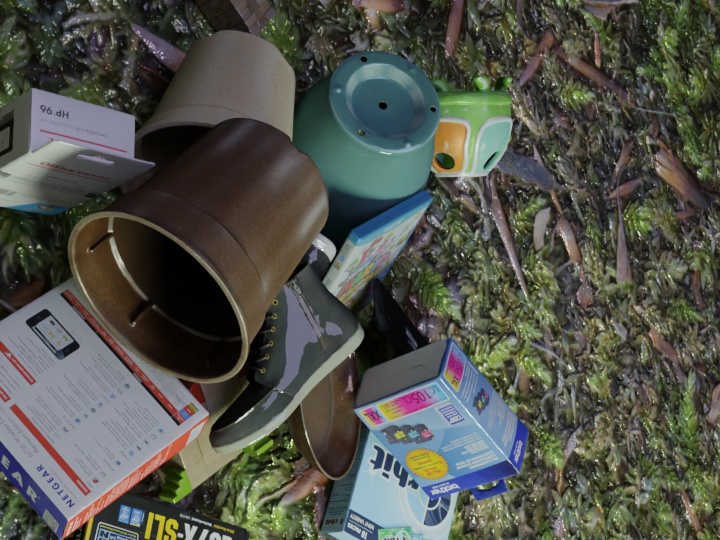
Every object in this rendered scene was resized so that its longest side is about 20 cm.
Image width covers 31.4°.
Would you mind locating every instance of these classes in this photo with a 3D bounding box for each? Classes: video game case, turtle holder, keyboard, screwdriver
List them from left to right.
[{"bbox_3d":[-0.094,0.140,1.486,0.199,0.028,0.029,32,28,-34],"label":"screwdriver"},{"bbox_3d":[0.000,0.000,1.507,0.018,0.201,0.143,44,44,15],"label":"video game case"},{"bbox_3d":[0.050,0.101,1.592,0.200,0.039,0.105,52,23,-48],"label":"keyboard"},{"bbox_3d":[0.138,-0.196,1.745,0.186,0.140,0.133,-52,141,-82],"label":"turtle holder"}]

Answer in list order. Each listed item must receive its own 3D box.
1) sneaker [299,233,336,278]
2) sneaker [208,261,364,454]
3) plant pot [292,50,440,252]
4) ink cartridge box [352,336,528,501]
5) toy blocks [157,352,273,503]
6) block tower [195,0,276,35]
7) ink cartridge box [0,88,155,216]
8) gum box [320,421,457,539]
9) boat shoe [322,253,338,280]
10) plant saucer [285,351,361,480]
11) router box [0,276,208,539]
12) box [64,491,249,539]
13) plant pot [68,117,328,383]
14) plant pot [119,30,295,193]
[{"bbox_3d":[-0.093,0.026,1.429,0.073,0.200,0.112,30,71,-2],"label":"sneaker"},{"bbox_3d":[-0.098,0.087,1.300,0.200,0.075,0.106,-44,110,-20],"label":"sneaker"},{"bbox_3d":[0.002,-0.149,1.496,0.198,0.188,0.202,7,64,-16],"label":"plant pot"},{"bbox_3d":[0.106,0.188,1.518,0.200,0.136,0.077,49,38,-24],"label":"ink cartridge box"},{"bbox_3d":[-0.160,0.130,1.349,0.200,0.099,0.138,-34,117,-40],"label":"toy blocks"},{"bbox_3d":[-0.181,-0.359,1.520,0.201,0.058,0.054,55,49,-19],"label":"block tower"},{"bbox_3d":[-0.297,-0.116,1.239,0.115,0.199,0.068,11,71,-42],"label":"ink cartridge box"},{"bbox_3d":[0.048,0.262,1.576,0.170,0.044,0.201,37,56,-32],"label":"gum box"},{"bbox_3d":[-0.005,-0.064,1.598,0.072,0.068,0.201,32,58,-34],"label":"boat shoe"},{"bbox_3d":[-0.047,0.136,1.447,0.200,0.036,0.202,-7,90,-72],"label":"plant saucer"},{"bbox_3d":[-0.277,0.124,1.227,0.200,0.049,0.179,46,52,11],"label":"router box"},{"bbox_3d":[-0.214,0.321,1.306,0.199,0.049,0.161,27,59,-36],"label":"box"},{"bbox_3d":[-0.140,-0.032,1.230,0.201,0.199,0.198,54,50,-18],"label":"plant pot"},{"bbox_3d":[-0.151,-0.158,1.416,0.200,0.200,0.185,37,45,-31],"label":"plant pot"}]
